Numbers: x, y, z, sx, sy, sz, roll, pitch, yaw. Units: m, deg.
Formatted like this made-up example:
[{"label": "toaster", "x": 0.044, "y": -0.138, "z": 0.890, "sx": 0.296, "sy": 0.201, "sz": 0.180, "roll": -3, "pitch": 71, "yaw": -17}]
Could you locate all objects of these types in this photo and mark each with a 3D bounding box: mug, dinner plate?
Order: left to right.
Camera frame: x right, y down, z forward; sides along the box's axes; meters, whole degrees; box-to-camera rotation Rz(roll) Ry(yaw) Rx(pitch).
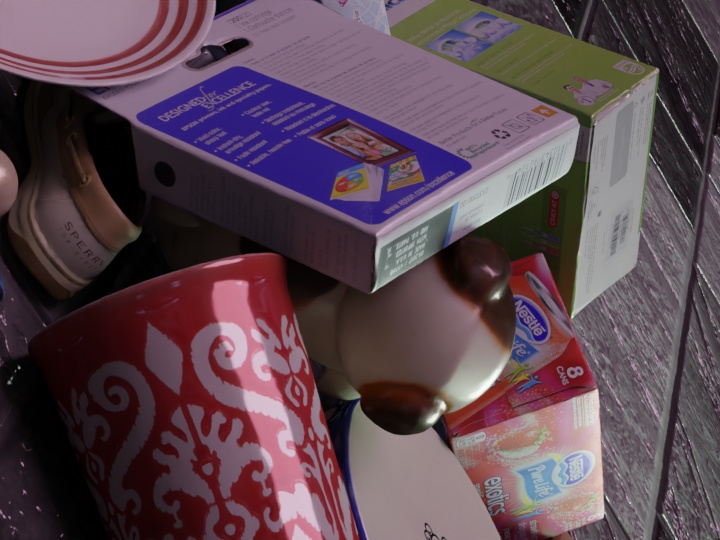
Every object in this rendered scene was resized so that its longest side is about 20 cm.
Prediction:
[{"label": "dinner plate", "x": -0.172, "y": -0.162, "z": 1.447, "sx": 0.199, "sy": 0.024, "sz": 0.201, "roll": 17, "pitch": 43, "yaw": -16}, {"label": "mug", "x": -0.058, "y": 0.108, "z": 1.365, "sx": 0.177, "sy": 0.133, "sz": 0.201, "roll": 2, "pitch": 66, "yaw": -66}]

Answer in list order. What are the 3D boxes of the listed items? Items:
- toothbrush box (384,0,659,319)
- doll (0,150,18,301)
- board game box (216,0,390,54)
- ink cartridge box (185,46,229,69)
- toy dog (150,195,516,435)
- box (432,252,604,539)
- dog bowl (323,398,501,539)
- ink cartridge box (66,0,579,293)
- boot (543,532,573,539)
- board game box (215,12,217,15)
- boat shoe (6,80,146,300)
[{"label": "toothbrush box", "x": 0.076, "y": -0.079, "z": 1.738, "sx": 0.086, "sy": 0.199, "sz": 0.146, "roll": -36, "pitch": 138, "yaw": -46}, {"label": "doll", "x": -0.210, "y": -0.037, "z": 1.279, "sx": 0.137, "sy": 0.048, "sz": 0.200, "roll": 65, "pitch": 20, "yaw": 3}, {"label": "board game box", "x": -0.038, "y": -0.155, "z": 1.651, "sx": 0.200, "sy": 0.043, "sz": 0.200, "roll": 44, "pitch": -29, "yaw": 54}, {"label": "ink cartridge box", "x": -0.130, "y": -0.150, "z": 1.597, "sx": 0.160, "sy": 0.047, "sz": 0.200, "roll": 49, "pitch": 2, "yaw": 12}, {"label": "toy dog", "x": 0.000, "y": 0.000, "z": 1.479, "sx": 0.200, "sy": 0.140, "sz": 0.194, "roll": 32, "pitch": -4, "yaw": 30}, {"label": "box", "x": 0.089, "y": 0.088, "z": 1.700, "sx": 0.200, "sy": 0.095, "sz": 0.100, "roll": 78, "pitch": -7, "yaw": -61}, {"label": "dog bowl", "x": 0.014, "y": 0.171, "z": 1.534, "sx": 0.200, "sy": 0.079, "sz": 0.200, "roll": 51, "pitch": 22, "yaw": -31}, {"label": "ink cartridge box", "x": -0.019, "y": -0.073, "z": 1.445, "sx": 0.200, "sy": 0.044, "sz": 0.198, "roll": 27, "pitch": 34, "yaw": 25}, {"label": "boot", "x": 0.134, "y": 0.263, "z": 1.734, "sx": 0.167, "sy": 0.072, "sz": 0.200, "roll": 64, "pitch": 24, "yaw": -8}, {"label": "board game box", "x": -0.121, "y": -0.262, "z": 1.784, "sx": 0.200, "sy": 0.057, "sz": 0.166, "roll": 43, "pitch": 27, "yaw": -45}, {"label": "boat shoe", "x": -0.136, "y": -0.061, "z": 1.467, "sx": 0.074, "sy": 0.066, "sz": 0.200, "roll": 50, "pitch": 22, "yaw": -31}]
